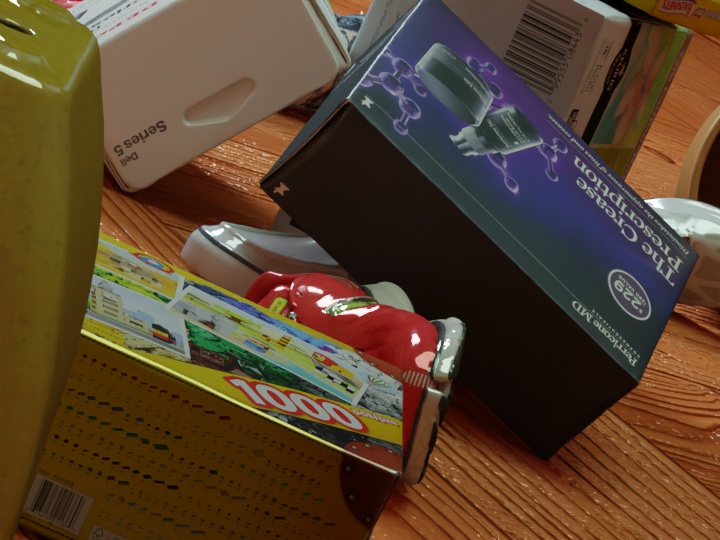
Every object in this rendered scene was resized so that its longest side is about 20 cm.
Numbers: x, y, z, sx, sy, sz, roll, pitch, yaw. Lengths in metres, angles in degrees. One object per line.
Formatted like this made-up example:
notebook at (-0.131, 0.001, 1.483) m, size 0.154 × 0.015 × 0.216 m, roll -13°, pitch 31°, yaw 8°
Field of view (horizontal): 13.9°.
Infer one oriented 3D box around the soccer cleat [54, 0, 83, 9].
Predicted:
soccer cleat at (-0.195, -0.178, 1.872) m, size 0.068 × 0.073 × 0.200 m, roll 17°, pitch 14°, yaw -35°

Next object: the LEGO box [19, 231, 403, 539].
LEGO box at (-0.088, 0.047, 1.090) m, size 0.199 × 0.077 × 0.149 m, roll 25°, pitch 12°, yaw -5°

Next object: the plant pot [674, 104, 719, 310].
plant pot at (0.308, -0.044, 2.112) m, size 0.199 × 0.201 × 0.140 m, roll 23°, pitch -5°, yaw -12°

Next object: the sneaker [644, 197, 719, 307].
sneaker at (0.176, -0.010, 1.968) m, size 0.200 × 0.076 × 0.115 m, roll 19°, pitch 20°, yaw 5°

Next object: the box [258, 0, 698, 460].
box at (0.063, -0.025, 1.484) m, size 0.200 × 0.079 × 0.141 m, roll 44°, pitch 36°, yaw -7°

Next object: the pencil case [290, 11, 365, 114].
pencil case at (-0.069, -0.165, 2.065) m, size 0.199 × 0.078 × 0.090 m, roll 17°, pitch 35°, yaw -37°

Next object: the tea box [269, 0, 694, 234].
tea box at (0.073, -0.081, 1.696) m, size 0.133 × 0.201 × 0.197 m, roll 28°, pitch 12°, yaw 17°

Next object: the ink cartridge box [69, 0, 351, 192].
ink cartridge box at (-0.091, -0.132, 1.677) m, size 0.084 × 0.145 × 0.200 m, roll 59°, pitch 3°, yaw -14°

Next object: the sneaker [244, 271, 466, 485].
sneaker at (-0.011, 0.042, 1.322) m, size 0.085 × 0.077 × 0.200 m, roll 16°, pitch 3°, yaw -17°

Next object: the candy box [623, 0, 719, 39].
candy box at (0.118, -0.188, 1.697) m, size 0.200 × 0.027 × 0.102 m, roll 31°, pitch 15°, yaw 33°

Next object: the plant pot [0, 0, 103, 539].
plant pot at (-0.164, 0.005, 0.808) m, size 0.195 × 0.201 × 0.194 m, roll 25°, pitch 11°, yaw -6°

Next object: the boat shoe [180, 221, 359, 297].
boat shoe at (0.000, 0.000, 1.517) m, size 0.199 × 0.066 × 0.074 m, roll 17°, pitch 14°, yaw -36°
